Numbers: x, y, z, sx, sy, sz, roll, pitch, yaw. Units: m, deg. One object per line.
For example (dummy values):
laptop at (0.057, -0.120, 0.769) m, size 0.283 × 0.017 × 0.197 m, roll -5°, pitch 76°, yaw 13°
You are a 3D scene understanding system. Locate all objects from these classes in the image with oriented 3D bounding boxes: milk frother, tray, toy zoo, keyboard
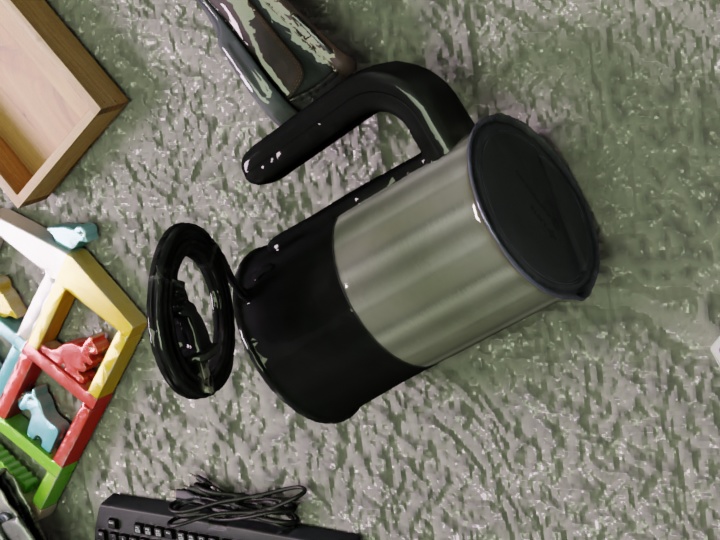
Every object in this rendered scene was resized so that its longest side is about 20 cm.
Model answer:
milk frother at (0.000, 0.000, 1.504) m, size 0.188 × 0.200 × 0.181 m, roll -30°, pitch 108°, yaw 32°
tray at (-0.246, -0.149, 1.718) m, size 0.200 × 0.037 × 0.099 m, roll 50°, pitch 121°, yaw 11°
toy zoo at (-0.219, 0.051, 1.760) m, size 0.131 × 0.020 × 0.200 m, roll 38°, pitch 118°, yaw 17°
keyboard at (-0.094, 0.185, 1.710) m, size 0.200 × 0.040 × 0.104 m, roll 6°, pitch 106°, yaw 28°

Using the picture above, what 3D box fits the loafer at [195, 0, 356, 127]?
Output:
loafer at (-0.074, -0.180, 1.597) m, size 0.063 × 0.072 × 0.200 m, roll -35°, pitch 82°, yaw 12°

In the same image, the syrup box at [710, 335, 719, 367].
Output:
syrup box at (0.270, 0.010, 1.383) m, size 0.081 × 0.079 × 0.200 m, roll 59°, pitch 147°, yaw 21°

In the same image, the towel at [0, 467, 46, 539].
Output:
towel at (-0.262, 0.249, 1.815) m, size 0.200 × 0.035 × 0.193 m, roll -32°, pitch 86°, yaw 39°
